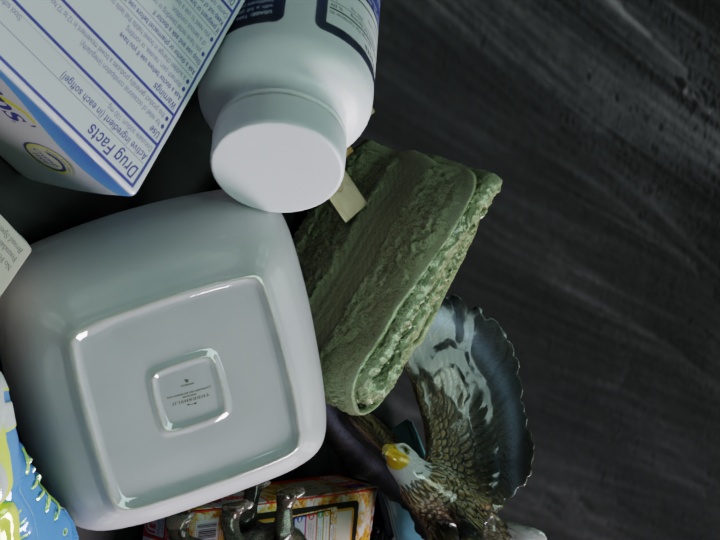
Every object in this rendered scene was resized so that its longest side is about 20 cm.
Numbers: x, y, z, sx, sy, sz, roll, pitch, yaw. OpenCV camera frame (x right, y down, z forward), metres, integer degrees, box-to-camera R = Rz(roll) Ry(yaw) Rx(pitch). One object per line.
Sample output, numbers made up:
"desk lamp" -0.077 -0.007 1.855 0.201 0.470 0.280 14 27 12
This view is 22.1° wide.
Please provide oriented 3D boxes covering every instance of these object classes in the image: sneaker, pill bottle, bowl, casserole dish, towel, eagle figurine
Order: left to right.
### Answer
"sneaker" -0.220 0.137 1.110 0.105 0.075 0.201 -22 127 -56
"bowl" -0.116 0.064 1.144 0.199 0.075 0.201 -16 113 -13
"pill bottle" -0.044 -0.138 1.162 0.111 0.110 0.201 52 31 -42
"towel" 0.000 0.000 1.279 0.036 0.148 0.201 46 67 -42
"casserole dish" 0.044 0.210 1.415 0.039 0.121 0.201 -14 116 -6
"eagle figurine" 0.046 0.134 1.278 0.151 0.201 0.151 -7 143 -9

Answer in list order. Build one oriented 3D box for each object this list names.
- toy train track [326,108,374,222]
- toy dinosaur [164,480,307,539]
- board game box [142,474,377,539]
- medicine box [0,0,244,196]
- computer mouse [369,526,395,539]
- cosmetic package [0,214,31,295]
"toy train track" -0.070 -0.059 1.262 0.200 0.032 0.115 -42 105 -26
"toy dinosaur" -0.079 0.198 1.212 0.199 0.077 0.103 -16 102 -49
"board game box" -0.074 0.232 1.318 0.199 0.046 0.153 2 97 -50
"medicine box" -0.170 -0.178 1.068 0.182 0.102 0.201 47 64 -44
"computer mouse" 0.019 0.300 1.364 0.141 0.046 0.201 -79 173 -46
"cosmetic package" -0.281 0.032 1.008 0.201 0.071 0.105 -60 137 -21
